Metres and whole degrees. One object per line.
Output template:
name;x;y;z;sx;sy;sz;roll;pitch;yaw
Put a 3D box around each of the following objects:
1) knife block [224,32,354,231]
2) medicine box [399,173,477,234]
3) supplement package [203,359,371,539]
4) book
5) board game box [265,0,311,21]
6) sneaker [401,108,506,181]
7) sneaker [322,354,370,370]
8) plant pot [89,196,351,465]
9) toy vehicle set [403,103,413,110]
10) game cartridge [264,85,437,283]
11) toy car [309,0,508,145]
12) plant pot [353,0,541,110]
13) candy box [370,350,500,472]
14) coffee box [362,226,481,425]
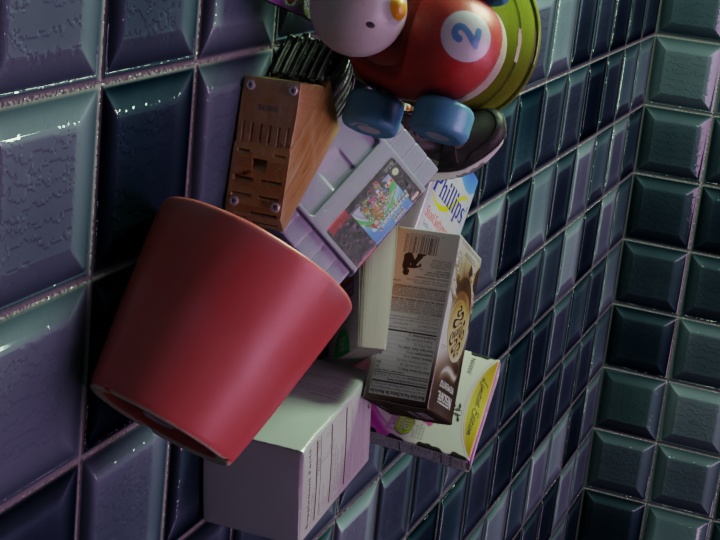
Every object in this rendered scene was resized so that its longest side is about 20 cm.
knife block;-0.063;-0.146;1.535;0.175;0.064;0.201;-8;108;-69
medicine box;0.052;-0.062;1.836;0.182;0.103;0.201;42;66;-68
supplement package;-0.076;0.189;1.617;0.200;0.117;0.118;-42;140;-59
book;0.000;0.000;1.671;0.134;0.048;0.201;144;-50;-69
board game box;-0.040;-0.349;1.449;0.120;0.032;0.201;12;100;-52
sneaker;0.068;-0.148;1.696;0.088;0.199;0.076;62;13;-59
sneaker;0.025;0.129;1.771;0.200;0.105;0.075;-31;158;-20
plant pot;-0.133;0.060;1.303;0.178;0.200;0.201;-60;156;-15
toy vehicle set;0.073;-0.279;1.895;0.124;0.026;0.201;-26;125;-66
game cartridge;-0.013;-0.086;1.580;0.200;0.130;0.038;-49;-167;-27
toy car;0.027;-0.244;1.447;0.200;0.176;0.185;26;78;-50
plant pot;0.072;-0.269;1.691;0.193;0.200;0.201;-10;111;-56
candy box;0.059;0.152;1.841;0.061;0.199;0.137;82;25;-69
coffee box;0.073;0.064;1.688;0.113;0.080;0.201;39;60;-68
